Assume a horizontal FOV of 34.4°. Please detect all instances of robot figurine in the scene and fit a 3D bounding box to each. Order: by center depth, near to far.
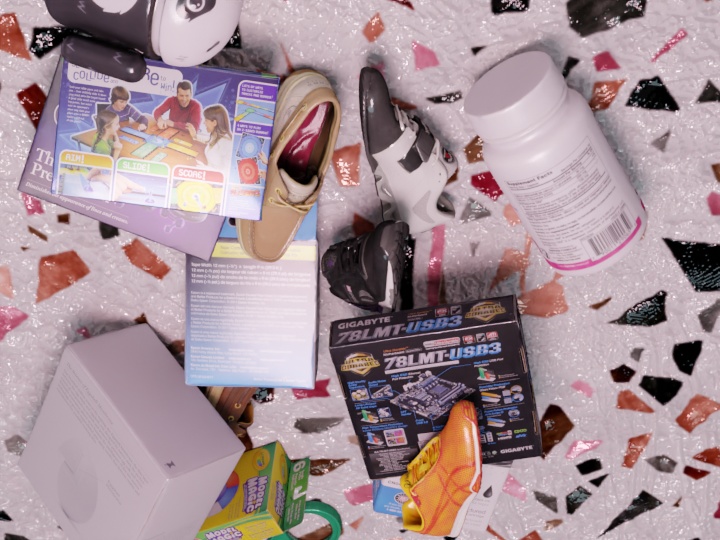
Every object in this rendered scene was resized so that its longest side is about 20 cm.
[{"bbox_3d":[-0.200,-0.258,1.022,0.197,0.125,0.152,21,119,4],"label":"robot figurine"}]

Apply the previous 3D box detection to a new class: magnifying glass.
[{"bbox_3d":[-0.108,0.361,1.525,0.199,0.023,0.080,-35,116,22],"label":"magnifying glass"}]

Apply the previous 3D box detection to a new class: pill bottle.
[{"bbox_3d":[0.187,-0.103,1.125,0.112,0.114,0.201,-25,119,20],"label":"pill bottle"}]

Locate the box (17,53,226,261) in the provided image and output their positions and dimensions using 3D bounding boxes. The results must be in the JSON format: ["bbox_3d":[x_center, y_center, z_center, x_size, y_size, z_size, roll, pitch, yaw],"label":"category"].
[{"bbox_3d":[-0.215,-0.115,1.141,0.197,0.079,0.143,20,102,-10],"label":"box"}]

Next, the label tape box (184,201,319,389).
[{"bbox_3d":[-0.114,0.021,1.250,0.141,0.066,0.204,2,98,2],"label":"label tape box"}]

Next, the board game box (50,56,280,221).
[{"bbox_3d":[-0.181,-0.127,1.081,0.197,0.034,0.138,8,102,-8],"label":"board game box"}]

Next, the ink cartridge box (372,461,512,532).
[{"bbox_3d":[0.104,0.196,1.355,0.142,0.085,0.202,11,124,-5],"label":"ink cartridge box"}]

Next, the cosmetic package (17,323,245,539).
[{"bbox_3d":[-0.260,0.207,1.307,0.200,0.122,0.201,47,127,23],"label":"cosmetic package"}]

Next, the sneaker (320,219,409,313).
[{"bbox_3d":[0.000,0.000,1.185,0.086,0.077,0.200,11,162,2],"label":"sneaker"}]

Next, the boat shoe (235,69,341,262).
[{"bbox_3d":[-0.071,-0.093,1.144,0.073,0.066,0.203,4,114,-29],"label":"boat shoe"}]

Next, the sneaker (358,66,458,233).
[{"bbox_3d":[0.049,-0.121,1.149,0.087,0.075,0.202,-10,135,9],"label":"sneaker"}]

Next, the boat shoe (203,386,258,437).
[{"bbox_3d":[-0.160,0.174,1.365,0.067,0.072,0.202,19,121,-7],"label":"boat shoe"}]

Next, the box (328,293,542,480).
[{"bbox_3d":[0.082,0.126,1.223,0.197,0.050,0.201,-10,126,10],"label":"box"}]

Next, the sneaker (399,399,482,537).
[{"bbox_3d":[0.083,0.214,1.216,0.076,0.074,0.202,6,129,-8],"label":"sneaker"}]

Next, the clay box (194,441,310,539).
[{"bbox_3d":[-0.159,0.281,1.413,0.198,0.116,0.048,-22,122,17],"label":"clay box"}]
